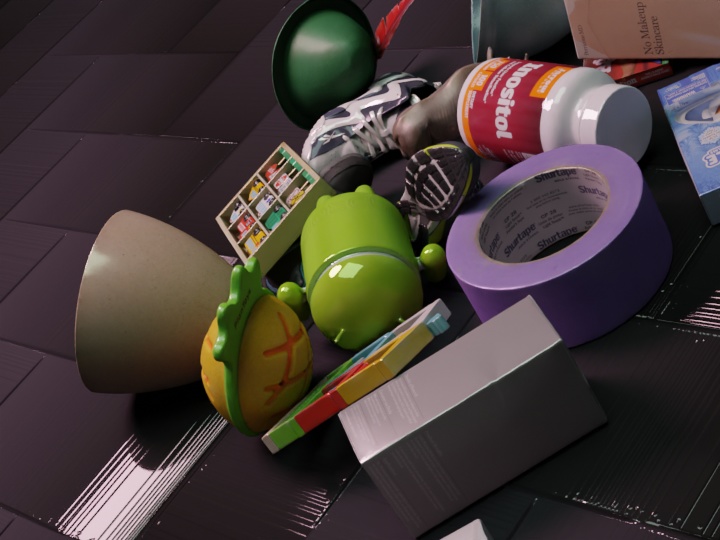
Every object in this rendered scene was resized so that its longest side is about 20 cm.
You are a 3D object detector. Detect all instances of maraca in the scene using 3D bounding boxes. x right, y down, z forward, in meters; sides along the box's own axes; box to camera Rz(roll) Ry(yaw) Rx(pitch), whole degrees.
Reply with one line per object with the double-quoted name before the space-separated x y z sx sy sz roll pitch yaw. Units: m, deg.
"maraca" -0.104 0.077 1.330 0.106 0.201 0.138 4 53 14

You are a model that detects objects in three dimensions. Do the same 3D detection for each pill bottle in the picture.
"pill bottle" 0.204 -0.161 1.447 0.113 0.113 0.199 -46 34 -20

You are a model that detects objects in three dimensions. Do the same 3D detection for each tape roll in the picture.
"tape roll" 0.188 -0.024 1.307 0.199 0.085 0.201 -24 33 17

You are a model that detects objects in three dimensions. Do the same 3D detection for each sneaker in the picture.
"sneaker" 0.025 -0.167 1.641 0.199 0.080 0.129 -38 22 -26
"sneaker" -0.034 -0.043 1.548 0.082 0.073 0.201 15 66 46
"sneaker" 0.091 -0.087 1.416 0.081 0.074 0.200 -32 -9 -18

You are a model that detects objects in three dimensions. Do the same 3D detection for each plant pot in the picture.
"plant pot" 0.204 -0.347 1.648 0.133 0.201 0.201 0 37 2

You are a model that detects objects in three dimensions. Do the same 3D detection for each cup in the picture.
"cup" -0.202 0.045 1.486 0.142 0.201 0.201 10 45 10

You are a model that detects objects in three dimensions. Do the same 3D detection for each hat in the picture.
"hat" 0.004 -0.246 1.672 0.165 0.201 0.176 -35 37 -26

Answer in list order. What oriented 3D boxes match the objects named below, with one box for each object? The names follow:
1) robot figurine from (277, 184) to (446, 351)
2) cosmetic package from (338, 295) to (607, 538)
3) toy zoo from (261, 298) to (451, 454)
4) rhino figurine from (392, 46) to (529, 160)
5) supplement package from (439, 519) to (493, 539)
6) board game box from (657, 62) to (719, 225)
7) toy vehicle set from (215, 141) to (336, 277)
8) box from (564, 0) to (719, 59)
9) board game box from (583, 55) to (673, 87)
"robot figurine" 0.000 0.000 1.402 0.174 0.116 0.201 -14 39 1
"cosmetic package" 0.095 0.124 1.171 0.199 0.107 0.090 -32 31 -1
"toy zoo" 0.007 0.091 1.267 0.200 0.021 0.131 -36 3 36
"rhino figurine" 0.120 -0.187 1.580 0.200 0.088 0.060 -39 33 -8
"supplement package" 0.047 0.316 0.917 0.199 0.147 0.192 -29 32 6
"board game box" 0.404 -0.152 1.327 0.199 0.043 0.200 -24 35 14
"toy vehicle set" -0.099 -0.073 1.561 0.124 0.026 0.200 -49 22 2
"box" 0.331 -0.287 1.495 0.199 0.095 0.078 4 44 32
"board game box" 0.309 -0.272 1.592 0.102 0.019 0.201 -18 35 25
